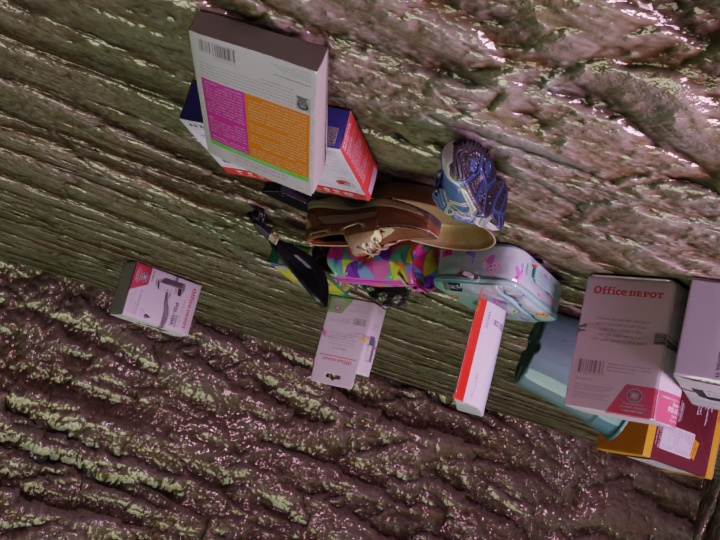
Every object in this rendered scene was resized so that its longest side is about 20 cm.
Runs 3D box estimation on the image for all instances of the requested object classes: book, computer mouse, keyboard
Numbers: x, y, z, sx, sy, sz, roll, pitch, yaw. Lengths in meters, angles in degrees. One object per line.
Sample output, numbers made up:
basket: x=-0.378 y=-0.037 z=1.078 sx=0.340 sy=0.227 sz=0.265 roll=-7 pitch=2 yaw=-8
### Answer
book: x=-0.102 y=-0.168 z=1.023 sx=0.133 sy=0.048 sz=0.200 roll=19 pitch=153 yaw=6
computer mouse: x=-0.113 y=-0.030 z=1.661 sx=0.200 sy=0.046 sz=0.140 roll=49 pitch=175 yaw=15
keyboard: x=-0.045 y=-0.091 z=1.507 sx=0.200 sy=0.021 sz=0.127 roll=22 pitch=173 yaw=-32

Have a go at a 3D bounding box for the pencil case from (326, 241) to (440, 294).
pencil case: x=0.039 y=-0.012 z=1.612 sx=0.200 sy=0.089 sz=0.088 roll=5 pitch=165 yaw=44

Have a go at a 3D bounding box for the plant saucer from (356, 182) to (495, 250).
plant saucer: x=0.089 y=-0.077 z=1.351 sx=0.200 sy=0.036 sz=0.200 roll=15 pitch=168 yaw=3

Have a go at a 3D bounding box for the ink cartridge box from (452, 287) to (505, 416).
ink cartridge box: x=0.180 y=0.125 z=1.487 sx=0.047 sy=0.161 sz=0.200 roll=14 pitch=168 yaw=9

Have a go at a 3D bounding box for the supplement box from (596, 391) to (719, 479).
supplement box: x=0.615 y=0.297 z=2.023 sx=0.200 sy=0.198 sz=0.133 roll=22 pitch=167 yaw=-27

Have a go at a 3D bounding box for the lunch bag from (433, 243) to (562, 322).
lunch bag: x=0.217 y=0.021 z=1.540 sx=0.160 sy=0.077 sz=0.200 roll=7 pitch=166 yaw=37

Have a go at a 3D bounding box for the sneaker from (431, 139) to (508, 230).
sneaker: x=0.115 y=-0.092 z=1.143 sx=0.077 sy=0.076 sz=0.200 roll=6 pitch=165 yaw=19

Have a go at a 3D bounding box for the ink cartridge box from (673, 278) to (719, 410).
ink cartridge box: x=0.508 y=0.109 z=1.411 sx=0.083 sy=0.147 sz=0.200 roll=9 pitch=166 yaw=27

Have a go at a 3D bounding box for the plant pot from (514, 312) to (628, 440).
plant pot: x=0.394 y=0.174 z=1.796 sx=0.196 sy=0.201 sz=0.200 roll=23 pitch=169 yaw=1

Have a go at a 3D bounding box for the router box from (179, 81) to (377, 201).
router box: x=-0.093 y=-0.152 z=1.200 sx=0.199 sy=0.049 sz=0.180 roll=12 pitch=168 yaw=15

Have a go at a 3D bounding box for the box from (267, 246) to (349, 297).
box: x=-0.092 y=0.003 z=1.941 sx=0.117 sy=0.049 sz=0.200 roll=12 pitch=169 yaw=20

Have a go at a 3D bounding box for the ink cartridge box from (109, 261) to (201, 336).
ink cartridge box: x=-0.535 y=0.076 z=2.619 sx=0.200 sy=0.147 sz=0.083 roll=22 pitch=165 yaw=-35

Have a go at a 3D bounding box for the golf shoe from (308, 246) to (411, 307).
golf shoe: x=0.000 y=0.000 z=1.768 sx=0.200 sy=0.077 sz=0.088 roll=30 pitch=171 yaw=-22

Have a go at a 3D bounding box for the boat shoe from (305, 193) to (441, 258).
boat shoe: x=0.011 y=-0.051 z=1.301 sx=0.200 sy=0.074 sz=0.076 roll=7 pitch=166 yaw=36

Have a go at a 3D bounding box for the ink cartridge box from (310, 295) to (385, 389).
ink cartridge box: x=-0.028 y=0.168 z=2.248 sx=0.117 sy=0.201 sz=0.067 roll=10 pitch=167 yaw=28

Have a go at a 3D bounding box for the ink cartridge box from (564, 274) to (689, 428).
ink cartridge box: x=0.395 y=0.116 z=1.455 sx=0.146 sy=0.201 sz=0.083 roll=4 pitch=168 yaw=44
